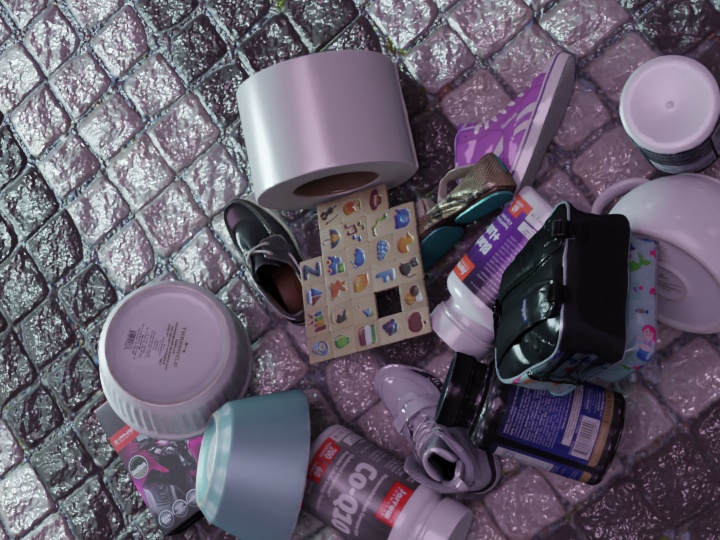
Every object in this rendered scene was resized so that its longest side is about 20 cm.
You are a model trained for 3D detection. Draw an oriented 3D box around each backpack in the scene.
[{"bbox_3d":[0.221,0.041,1.312,0.150,0.200,0.179,15,63,-17],"label":"backpack"}]

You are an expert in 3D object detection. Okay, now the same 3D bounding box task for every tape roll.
[{"bbox_3d":[-0.042,-0.167,1.509,0.202,0.203,0.140,-15,80,18],"label":"tape roll"}]

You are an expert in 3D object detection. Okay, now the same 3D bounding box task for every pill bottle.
[{"bbox_3d":[0.349,-0.163,1.363,0.106,0.200,0.107,-2,85,19],"label":"pill bottle"},{"bbox_3d":[0.191,0.163,1.411,0.199,0.112,0.113,18,92,2],"label":"pill bottle"},{"bbox_3d":[0.172,0.009,1.460,0.111,0.111,0.200,43,100,18],"label":"pill bottle"},{"bbox_3d":[0.027,0.280,1.488,0.199,0.114,0.114,27,95,20],"label":"pill bottle"}]

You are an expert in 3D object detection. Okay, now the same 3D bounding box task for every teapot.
[{"bbox_3d":[0.368,-0.038,1.375,0.200,0.197,0.146,39,66,1],"label":"teapot"}]

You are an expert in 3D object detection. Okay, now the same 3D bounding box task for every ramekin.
[{"bbox_3d":[-0.237,0.108,1.568,0.199,0.105,0.202,0,72,-1],"label":"ramekin"}]

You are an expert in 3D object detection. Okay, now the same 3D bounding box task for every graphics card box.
[{"bbox_3d":[-0.251,0.231,1.630,0.125,0.051,0.201,-36,75,13],"label":"graphics card box"}]

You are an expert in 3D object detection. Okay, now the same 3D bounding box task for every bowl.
[{"bbox_3d":[-0.136,0.236,1.495,0.104,0.201,0.202,10,88,-15],"label":"bowl"}]

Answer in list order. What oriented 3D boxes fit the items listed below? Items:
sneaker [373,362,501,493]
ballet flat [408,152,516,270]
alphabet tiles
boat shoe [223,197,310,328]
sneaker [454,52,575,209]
[{"bbox_3d":[0.079,0.188,1.475,0.200,0.115,0.075,46,105,18],"label":"sneaker"},{"bbox_3d":[0.108,-0.074,1.500,0.200,0.068,0.076,-42,59,37],"label":"ballet flat"},{"bbox_3d":[0.000,0.000,1.512,0.166,0.008,0.201,-16,68,25],"label":"alphabet tiles"},{"bbox_3d":[-0.116,-0.016,1.594,0.072,0.068,0.200,-39,72,14],"label":"boat shoe"},{"bbox_3d":[0.177,-0.182,1.499,0.114,0.073,0.201,27,95,23],"label":"sneaker"}]
